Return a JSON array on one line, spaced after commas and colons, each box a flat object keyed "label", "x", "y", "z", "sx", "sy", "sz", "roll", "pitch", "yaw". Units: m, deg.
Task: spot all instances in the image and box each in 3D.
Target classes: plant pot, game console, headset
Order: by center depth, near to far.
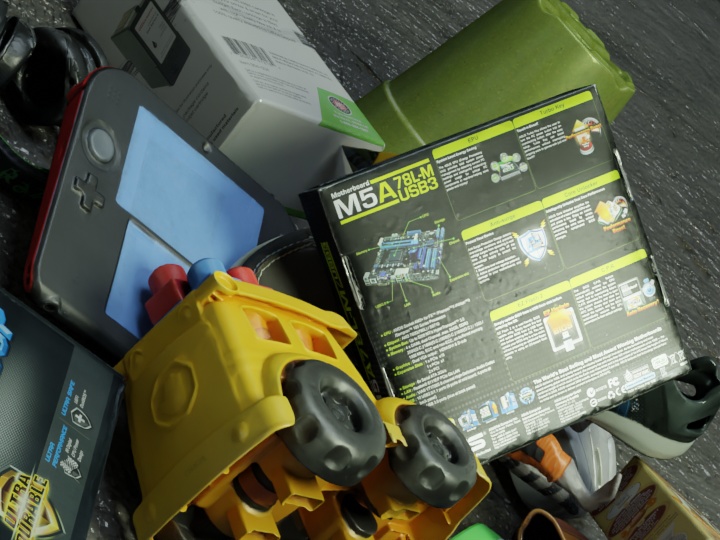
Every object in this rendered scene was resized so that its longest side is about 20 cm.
[{"label": "game console", "x": -0.114, "y": -0.009, "z": 1.259, "sx": 0.200, "sy": 0.031, "sz": 0.178, "roll": 40, "pitch": 41, "yaw": -36}, {"label": "headset", "x": -0.209, "y": -0.140, "z": 1.331, "sx": 0.123, "sy": 0.094, "sz": 0.201, "roll": 18, "pitch": 47, "yaw": -46}, {"label": "plant pot", "x": 0.113, "y": -0.123, "z": 1.665, "sx": 0.200, "sy": 0.190, "sz": 0.200, "roll": 43, "pitch": 15, "yaw": -15}]

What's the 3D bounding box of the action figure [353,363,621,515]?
[{"label": "action figure", "x": 0.074, "y": 0.113, "z": 1.382, "sx": 0.192, "sy": 0.105, "sz": 0.201, "roll": 19, "pitch": 40, "yaw": -6}]

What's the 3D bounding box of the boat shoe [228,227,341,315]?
[{"label": "boat shoe", "x": 0.000, "y": 0.000, "z": 1.319, "sx": 0.200, "sy": 0.060, "sz": 0.072, "roll": -11, "pitch": 81, "yaw": -46}]

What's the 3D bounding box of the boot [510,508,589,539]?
[{"label": "boot", "x": 0.172, "y": 0.217, "z": 1.307, "sx": 0.188, "sy": 0.068, "sz": 0.200, "roll": 48, "pitch": -5, "yaw": 7}]

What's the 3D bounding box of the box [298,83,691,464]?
[{"label": "box", "x": 0.085, "y": 0.008, "z": 1.285, "sx": 0.195, "sy": 0.199, "sz": 0.047, "roll": 69, "pitch": -18, "yaw": -3}]

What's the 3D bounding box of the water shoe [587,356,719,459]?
[{"label": "water shoe", "x": 0.157, "y": 0.055, "z": 1.370, "sx": 0.199, "sy": 0.079, "sz": 0.072, "roll": 25, "pitch": 28, "yaw": -33}]

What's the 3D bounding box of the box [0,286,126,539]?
[{"label": "box", "x": -0.205, "y": 0.078, "z": 1.053, "sx": 0.159, "sy": 0.046, "sz": 0.201, "roll": 38, "pitch": 26, "yaw": -17}]

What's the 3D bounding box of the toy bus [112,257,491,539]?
[{"label": "toy bus", "x": -0.046, "y": 0.077, "z": 1.195, "sx": 0.199, "sy": 0.136, "sz": 0.193, "roll": 20, "pitch": 36, "yaw": -45}]

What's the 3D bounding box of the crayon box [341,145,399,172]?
[{"label": "crayon box", "x": 0.078, "y": -0.015, "z": 1.439, "sx": 0.052, "sy": 0.199, "sz": 0.126, "roll": -59, "pitch": 143, "yaw": -29}]

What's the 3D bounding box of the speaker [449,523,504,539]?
[{"label": "speaker", "x": 0.105, "y": 0.251, "z": 1.235, "sx": 0.200, "sy": 0.088, "sz": 0.088, "roll": 52, "pitch": 25, "yaw": 14}]

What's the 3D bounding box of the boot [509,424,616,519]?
[{"label": "boot", "x": 0.133, "y": 0.086, "z": 1.527, "sx": 0.095, "sy": 0.073, "sz": 0.202, "roll": 17, "pitch": 58, "yaw": -63}]

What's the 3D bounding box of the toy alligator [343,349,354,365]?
[{"label": "toy alligator", "x": -0.036, "y": 0.075, "z": 1.332, "sx": 0.201, "sy": 0.059, "sz": 0.054, "roll": 55, "pitch": -19, "yaw": 34}]

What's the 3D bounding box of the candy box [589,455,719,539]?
[{"label": "candy box", "x": 0.221, "y": 0.198, "z": 1.339, "sx": 0.115, "sy": 0.055, "sz": 0.200, "roll": 43, "pitch": 4, "yaw": -11}]

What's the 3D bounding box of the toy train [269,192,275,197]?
[{"label": "toy train", "x": -0.117, "y": -0.030, "z": 1.352, "sx": 0.042, "sy": 0.056, "sz": 0.199, "roll": 53, "pitch": 26, "yaw": 17}]

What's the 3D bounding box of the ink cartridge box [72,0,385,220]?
[{"label": "ink cartridge box", "x": -0.096, "y": -0.140, "z": 1.503, "sx": 0.145, "sy": 0.084, "sz": 0.200, "roll": 15, "pitch": 32, "yaw": -49}]
